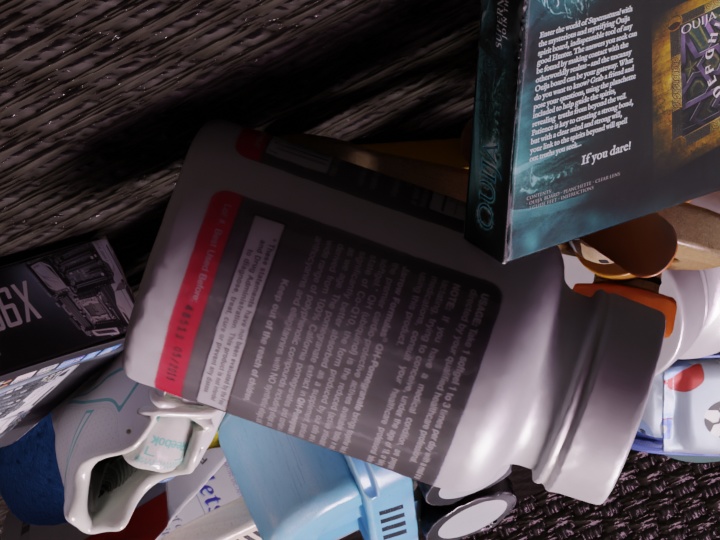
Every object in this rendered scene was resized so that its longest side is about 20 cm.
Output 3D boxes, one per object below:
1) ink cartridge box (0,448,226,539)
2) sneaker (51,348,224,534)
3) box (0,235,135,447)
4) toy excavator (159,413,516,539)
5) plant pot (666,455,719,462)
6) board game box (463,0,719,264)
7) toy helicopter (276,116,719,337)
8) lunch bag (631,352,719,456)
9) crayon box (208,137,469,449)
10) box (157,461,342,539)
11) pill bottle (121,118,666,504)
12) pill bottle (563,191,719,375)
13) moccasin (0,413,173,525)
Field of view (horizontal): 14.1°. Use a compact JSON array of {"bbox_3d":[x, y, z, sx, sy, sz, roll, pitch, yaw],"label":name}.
[{"bbox_3d":[-0.153,0.135,1.624,0.160,0.047,0.200,-31,-171,38],"label":"ink cartridge box"},{"bbox_3d":[-0.075,0.044,1.287,0.070,0.080,0.200,22,129,-20],"label":"sneaker"},{"bbox_3d":[-0.213,0.058,1.258,0.200,0.050,0.158,-18,168,-36],"label":"box"},{"bbox_3d":[-0.036,0.104,1.363,0.199,0.100,0.195,-21,158,-6],"label":"toy excavator"},{"bbox_3d":[0.271,0.046,1.984,0.200,0.201,0.196,-20,176,-25],"label":"plant pot"},{"bbox_3d":[0.128,-0.091,1.127,0.200,0.028,0.136,-18,125,-33],"label":"board game box"},{"bbox_3d":[0.059,-0.028,1.225,0.199,0.079,0.132,11,175,-5],"label":"toy helicopter"},{"bbox_3d":[0.216,0.027,1.492,0.199,0.076,0.160,2,-148,3],"label":"lunch bag"},{"bbox_3d":[0.000,0.000,1.377,0.200,0.051,0.127,-45,161,25],"label":"crayon box"},{"bbox_3d":[-0.076,0.135,1.827,0.200,0.105,0.184,-28,170,17],"label":"box"},{"bbox_3d":[0.015,0.022,1.152,0.199,0.111,0.111,19,166,0],"label":"pill bottle"},{"bbox_3d":[0.166,-0.027,1.404,0.112,0.113,0.200,-34,-178,45],"label":"pill bottle"},{"bbox_3d":[-0.112,0.077,1.519,0.200,0.081,0.068,-32,172,39],"label":"moccasin"}]
